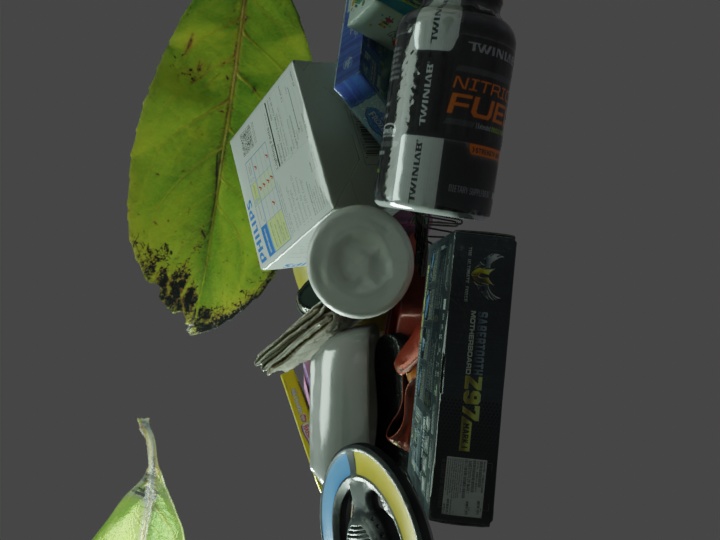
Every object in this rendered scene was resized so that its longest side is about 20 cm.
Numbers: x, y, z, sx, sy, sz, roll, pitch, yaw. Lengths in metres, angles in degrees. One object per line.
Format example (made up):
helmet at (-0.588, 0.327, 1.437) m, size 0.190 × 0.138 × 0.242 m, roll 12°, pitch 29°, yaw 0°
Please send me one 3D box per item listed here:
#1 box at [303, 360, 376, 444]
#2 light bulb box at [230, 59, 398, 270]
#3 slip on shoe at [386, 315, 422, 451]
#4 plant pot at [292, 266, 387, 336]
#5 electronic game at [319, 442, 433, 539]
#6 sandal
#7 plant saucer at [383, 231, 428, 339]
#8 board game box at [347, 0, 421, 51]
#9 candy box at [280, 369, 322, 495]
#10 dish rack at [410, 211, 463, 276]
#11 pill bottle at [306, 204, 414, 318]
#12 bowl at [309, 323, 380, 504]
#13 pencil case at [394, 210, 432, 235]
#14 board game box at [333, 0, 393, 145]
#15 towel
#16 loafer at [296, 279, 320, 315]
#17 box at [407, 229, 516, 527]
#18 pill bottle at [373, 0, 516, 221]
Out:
box at (-0.014, 0.221, 1.113) m, size 0.201 × 0.095 × 0.180 m, roll 105°, pitch 147°, yaw -71°
light bulb box at (-0.061, -0.132, 1.003) m, size 0.199 × 0.123 × 0.203 m, roll -34°, pitch 68°, yaw 51°
slip on shoe at (0.064, 0.088, 0.751) m, size 0.074 × 0.060 × 0.205 m, roll -84°, pitch 3°, yaw -75°
plant pot at (0.005, 0.045, 1.158) m, size 0.201 × 0.195 × 0.145 m, roll 102°, pitch 158°, yaw -64°
electronic game at (0.012, 0.272, 0.747) m, size 0.198 × 0.041 × 0.206 m, roll 11°, pitch 103°, yaw 57°
sandal at (0.051, 0.172, 0.847) m, size 0.075 × 0.047 × 0.206 m, roll 0°, pitch 89°, yaw 58°
plant saucer at (0.053, 0.075, 0.952) m, size 0.201 × 0.036 × 0.204 m, roll -85°, pitch 2°, yaw -58°
board game box at (0.068, -0.358, 0.927) m, size 0.064 × 0.145 × 0.205 m, roll -22°, pitch 54°, yaw 52°
candy box at (-0.065, 0.237, 1.054) m, size 0.201 × 0.026 × 0.104 m, roll -120°, pitch 13°, yaw -54°
dish rack at (0.089, -0.100, 0.833) m, size 0.154 × 0.053 × 0.204 m, roll -85°, pitch 1°, yaw -60°
pill bottle at (0.003, -0.014, 0.840) m, size 0.200 × 0.108 × 0.114 m, roll -54°, pitch -28°, yaw -86°
bowl at (-0.016, 0.167, 0.915) m, size 0.200 × 0.073 × 0.206 m, roll 27°, pitch -118°, yaw -84°
pencil case at (0.058, -0.145, 1.094) m, size 0.088 × 0.085 × 0.205 m, roll 105°, pitch 163°, yaw -75°
board game box at (0.046, -0.229, 0.975) m, size 0.199 × 0.043 × 0.203 m, roll 46°, pitch -146°, yaw -36°
towel at (-0.042, 0.072, 0.960) m, size 0.132 × 0.035 × 0.199 m, roll -39°, pitch -9°, yaw 23°
loafer at (0.000, 0.000, 1.045) m, size 0.063 × 0.196 × 0.073 m, roll 85°, pitch 161°, yaw -70°
box at (0.075, 0.077, 0.602) m, size 0.158 × 0.050 × 0.206 m, roll 133°, pitch 144°, yaw -86°
pill bottle at (0.074, -0.150, 0.650) m, size 0.106 × 0.103 × 0.205 m, roll -106°, pitch 24°, yaw -85°
